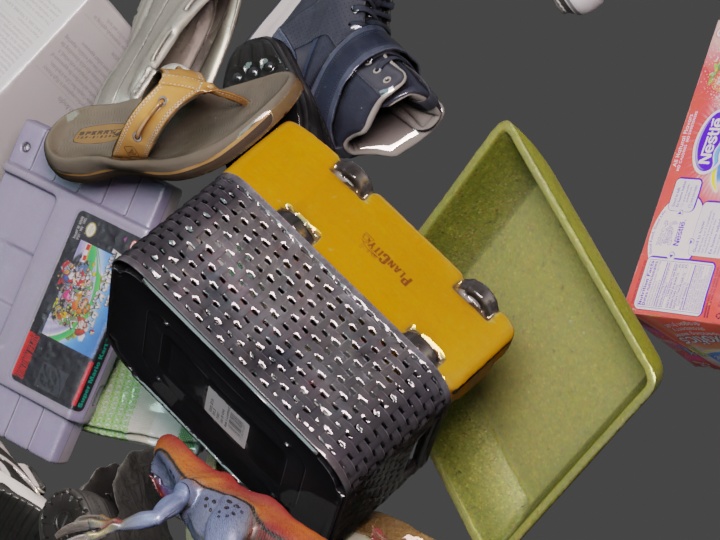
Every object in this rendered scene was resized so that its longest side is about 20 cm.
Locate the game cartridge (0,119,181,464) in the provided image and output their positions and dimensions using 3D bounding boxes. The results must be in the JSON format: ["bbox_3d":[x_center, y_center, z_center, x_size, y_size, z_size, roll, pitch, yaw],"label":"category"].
[{"bbox_3d":[-0.209,0.014,1.562,0.129,0.038,0.201,24,93,29],"label":"game cartridge"}]

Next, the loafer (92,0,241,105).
[{"bbox_3d":[-0.135,-0.124,1.613,0.069,0.070,0.202,5,69,36],"label":"loafer"}]

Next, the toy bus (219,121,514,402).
[{"bbox_3d":[0.000,0.000,1.425,0.200,0.078,0.065,44,63,13],"label":"toy bus"}]

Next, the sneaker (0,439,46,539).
[{"bbox_3d":[-0.240,0.150,1.550,0.200,0.088,0.074,39,112,5],"label":"sneaker"}]

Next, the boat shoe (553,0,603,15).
[{"bbox_3d":[0.100,-0.238,1.583,0.056,0.069,0.201,-36,56,12],"label":"boat shoe"}]

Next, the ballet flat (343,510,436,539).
[{"bbox_3d":[0.026,0.196,1.428,0.199,0.072,0.068,20,106,24],"label":"ballet flat"}]

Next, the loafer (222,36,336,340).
[{"bbox_3d":[-0.043,-0.053,1.525,0.068,0.070,0.202,-17,83,22],"label":"loafer"}]

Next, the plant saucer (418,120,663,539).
[{"bbox_3d":[0.100,0.045,1.435,0.200,0.048,0.201,-53,53,40],"label":"plant saucer"}]

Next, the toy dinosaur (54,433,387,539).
[{"bbox_3d":[-0.075,0.157,1.413,0.199,0.105,0.182,-25,45,9],"label":"toy dinosaur"}]

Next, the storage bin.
[{"bbox_3d":[-0.053,0.058,1.409,0.094,0.135,0.200,-39,74,-24],"label":"storage bin"}]

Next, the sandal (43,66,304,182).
[{"bbox_3d":[-0.128,-0.101,1.487,0.199,0.055,0.082,-1,42,36],"label":"sandal"}]

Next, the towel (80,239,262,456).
[{"bbox_3d":[-0.170,0.041,1.593,0.198,0.031,0.150,9,71,25],"label":"towel"}]

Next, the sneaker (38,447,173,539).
[{"bbox_3d":[-0.146,0.205,1.475,0.060,0.104,0.201,-26,65,25],"label":"sneaker"}]

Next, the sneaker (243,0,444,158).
[{"bbox_3d":[0.018,-0.171,1.567,0.146,0.077,0.203,33,93,38],"label":"sneaker"}]

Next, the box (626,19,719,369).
[{"bbox_3d":[0.250,-0.043,1.419,0.102,0.094,0.201,6,71,42],"label":"box"}]

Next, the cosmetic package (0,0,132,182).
[{"bbox_3d":[-0.252,-0.122,1.642,0.200,0.102,0.074,-46,62,-3],"label":"cosmetic package"}]

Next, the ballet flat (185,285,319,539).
[{"bbox_3d":[-0.064,0.099,1.504,0.069,0.069,0.202,5,75,21],"label":"ballet flat"}]
